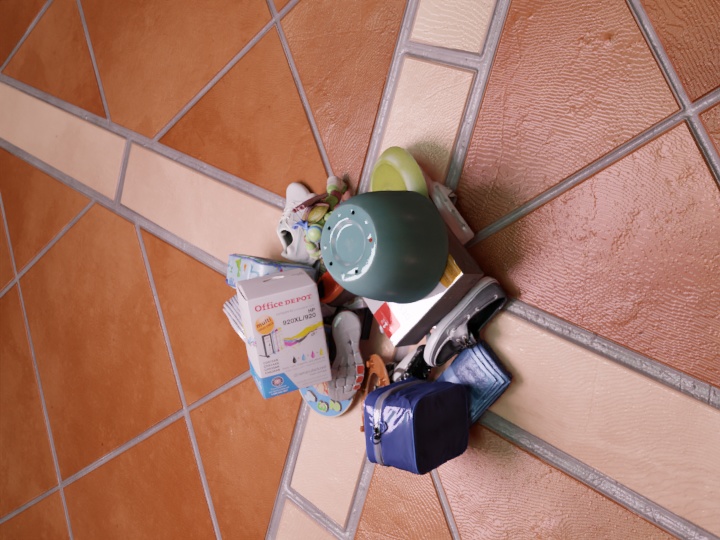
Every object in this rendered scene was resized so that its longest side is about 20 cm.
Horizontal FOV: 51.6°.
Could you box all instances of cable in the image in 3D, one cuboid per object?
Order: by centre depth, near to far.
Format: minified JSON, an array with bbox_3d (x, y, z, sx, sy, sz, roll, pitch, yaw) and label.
[{"bbox_3d":[-0.221,0.137,1.643,0.069,0.201,0.200,-39,26,-5],"label":"cable"}]

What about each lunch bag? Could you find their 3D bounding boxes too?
[{"bbox_3d":[0.089,0.273,1.323,0.130,0.198,0.139,0,94,41],"label":"lunch bag"},{"bbox_3d":[-0.195,0.014,1.630,0.199,0.158,0.085,12,95,56],"label":"lunch bag"}]

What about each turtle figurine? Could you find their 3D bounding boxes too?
[{"bbox_3d":[-0.052,-0.093,1.551,0.196,0.195,0.146,-91,16,-53],"label":"turtle figurine"}]

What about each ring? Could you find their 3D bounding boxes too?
[{"bbox_3d":[0.025,0.270,1.482,0.200,0.019,0.206,180,90,-74],"label":"ring"}]

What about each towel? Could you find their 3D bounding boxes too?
[{"bbox_3d":[0.190,0.231,1.398,0.112,0.048,0.201,51,119,28],"label":"towel"}]

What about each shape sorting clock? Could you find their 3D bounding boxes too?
[{"bbox_3d":[-0.079,0.218,1.618,0.197,0.039,0.205,4,96,39],"label":"shape sorting clock"}]

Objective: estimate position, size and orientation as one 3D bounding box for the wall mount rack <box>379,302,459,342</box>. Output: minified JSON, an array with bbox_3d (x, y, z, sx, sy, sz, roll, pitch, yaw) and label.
[{"bbox_3d":[0.110,0.046,1.450,0.197,0.074,0.178,11,93,38],"label":"wall mount rack"}]

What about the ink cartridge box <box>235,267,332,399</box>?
[{"bbox_3d":[-0.154,0.118,1.476,0.144,0.144,0.205,-145,44,-68],"label":"ink cartridge box"}]

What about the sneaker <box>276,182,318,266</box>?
[{"bbox_3d":[-0.144,-0.110,1.643,0.070,0.079,0.204,-36,55,43],"label":"sneaker"}]

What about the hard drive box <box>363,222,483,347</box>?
[{"bbox_3d":[0.103,0.015,1.365,0.201,0.076,0.157,-50,61,28],"label":"hard drive box"}]

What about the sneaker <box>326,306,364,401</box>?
[{"bbox_3d":[-0.033,0.167,1.529,0.082,0.075,0.205,-120,35,-67],"label":"sneaker"}]

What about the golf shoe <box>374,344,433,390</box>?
[{"bbox_3d":[0.075,0.203,1.462,0.095,0.076,0.202,57,134,37],"label":"golf shoe"}]

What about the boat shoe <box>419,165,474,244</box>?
[{"bbox_3d":[0.155,-0.129,1.429,0.066,0.074,0.203,-27,70,6],"label":"boat shoe"}]

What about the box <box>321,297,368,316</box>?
[{"bbox_3d":[-0.059,0.073,1.578,0.197,0.041,0.040,-14,82,38],"label":"box"}]

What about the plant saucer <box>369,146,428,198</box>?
[{"bbox_3d":[0.068,-0.139,1.458,0.200,0.031,0.204,40,137,50],"label":"plant saucer"}]

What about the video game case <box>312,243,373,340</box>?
[{"bbox_3d":[-0.036,0.025,1.600,0.178,0.025,0.205,17,100,38],"label":"video game case"}]

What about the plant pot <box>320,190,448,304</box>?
[{"bbox_3d":[0.028,-0.043,1.277,0.197,0.159,0.206,-1,88,38],"label":"plant pot"}]

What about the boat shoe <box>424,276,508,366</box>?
[{"bbox_3d":[0.197,0.106,1.363,0.201,0.070,0.066,-49,45,7],"label":"boat shoe"}]

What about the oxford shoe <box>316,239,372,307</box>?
[{"bbox_3d":[0.000,0.000,1.470,0.199,0.072,0.072,-37,49,19],"label":"oxford shoe"}]
